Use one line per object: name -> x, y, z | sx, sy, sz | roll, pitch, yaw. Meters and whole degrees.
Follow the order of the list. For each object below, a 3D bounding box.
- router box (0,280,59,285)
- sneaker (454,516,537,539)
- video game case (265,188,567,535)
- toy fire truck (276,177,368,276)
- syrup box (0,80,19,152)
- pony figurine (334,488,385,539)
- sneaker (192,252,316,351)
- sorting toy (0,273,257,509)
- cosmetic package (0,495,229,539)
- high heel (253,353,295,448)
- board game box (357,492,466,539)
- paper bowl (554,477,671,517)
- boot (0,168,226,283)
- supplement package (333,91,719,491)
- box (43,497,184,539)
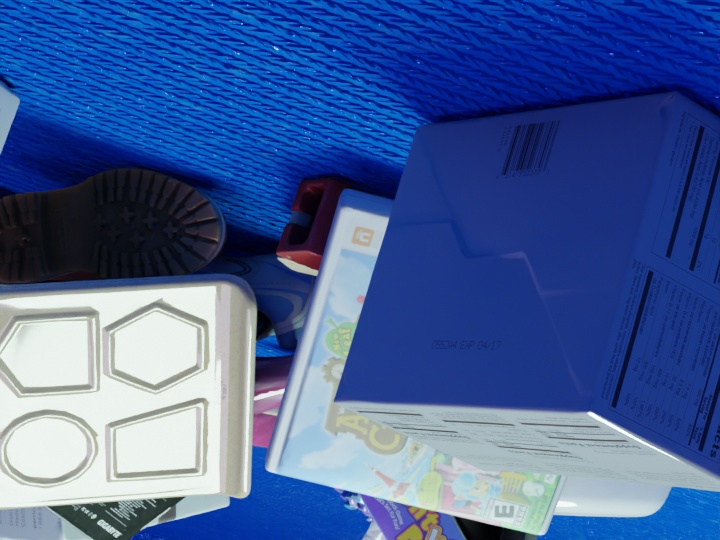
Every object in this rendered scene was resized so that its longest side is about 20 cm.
router box -> -0.284, -0.012, 1.681 | 0.149, 0.051, 0.199 | 26, 166, -33
sneaker -> 0.054, 0.132, 1.554 | 0.105, 0.201, 0.075 | 12, 126, -28
video game case -> 0.052, 0.059, 1.294 | 0.180, 0.022, 0.201 | 14, 123, -5
toy fire truck -> 0.000, 0.000, 1.380 | 0.140, 0.049, 0.200 | 21, 167, -15
syrup box -> -0.316, -0.098, 1.312 | 0.198, 0.082, 0.079 | 12, 164, 25
pony figurine -> 0.055, 0.234, 2.112 | 0.194, 0.166, 0.199 | 57, 155, -18
sneaker -> -0.102, 0.019, 1.544 | 0.199, 0.073, 0.072 | 5, 164, 46
sorting toy -> -0.169, 0.077, 1.420 | 0.198, 0.037, 0.186 | 0, 127, -6
cosmetic package -> -0.230, 0.120, 1.750 | 0.164, 0.166, 0.199 | 1, -175, 37
high heel -> -0.079, 0.103, 1.548 | 0.095, 0.068, 0.200 | -7, 167, 2
board game box -> 0.039, 0.171, 1.450 | 0.201, 0.045, 0.134 | 59, 178, 0
paper bowl -> 0.131, 0.107, 1.433 | 0.199, 0.105, 0.201 | 2, 172, 0
boot -> -0.150, -0.027, 1.455 | 0.199, 0.076, 0.107 | -1, 178, 38
supplement package -> 0.104, 0.013, 1.059 | 0.110, 0.157, 0.199 | 26, 164, -32
box -> -0.167, 0.109, 1.551 | 0.049, 0.159, 0.200 | 52, -179, 33
